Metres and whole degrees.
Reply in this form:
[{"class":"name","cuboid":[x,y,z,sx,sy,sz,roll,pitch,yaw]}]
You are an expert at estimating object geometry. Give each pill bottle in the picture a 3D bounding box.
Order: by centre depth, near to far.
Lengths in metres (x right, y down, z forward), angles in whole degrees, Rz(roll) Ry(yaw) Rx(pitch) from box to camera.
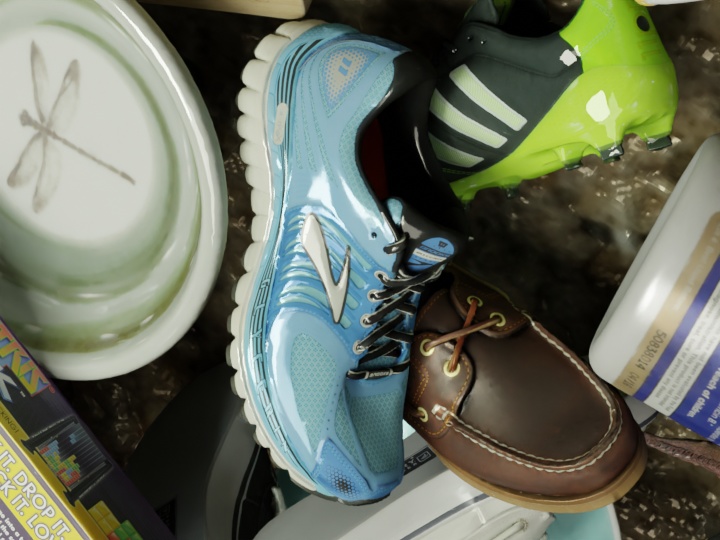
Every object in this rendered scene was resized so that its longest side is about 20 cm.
[{"class":"pill bottle","cuboid":[0.204,0.039,1.190,0.199,0.116,0.116,30,131,3]}]

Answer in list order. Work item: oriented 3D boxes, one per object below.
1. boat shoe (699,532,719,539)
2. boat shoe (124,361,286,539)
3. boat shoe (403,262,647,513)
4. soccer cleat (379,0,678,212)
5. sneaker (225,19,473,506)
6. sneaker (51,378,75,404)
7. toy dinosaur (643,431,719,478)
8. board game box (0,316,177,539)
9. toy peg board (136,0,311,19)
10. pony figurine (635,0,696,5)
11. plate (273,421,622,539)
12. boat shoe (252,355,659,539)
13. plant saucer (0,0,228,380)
[{"class":"boat shoe","cuboid":[0.160,0.141,1.189,0.074,0.063,0.201,59,150,11]},{"class":"boat shoe","cuboid":[-0.063,0.123,1.328,0.073,0.200,0.068,-33,118,17]},{"class":"boat shoe","cuboid":[0.037,0.037,1.246,0.200,0.070,0.070,28,155,41]},{"class":"soccer cleat","cuboid":[0.050,-0.070,1.223,0.199,0.067,0.082,-17,85,43]},{"class":"sneaker","cuboid":[0.000,0.000,1.186,0.090,0.078,0.201,5,104,37]},{"class":"sneaker","cuboid":[-0.170,0.011,1.372,0.114,0.076,0.200,28,134,1]},{"class":"toy dinosaur","cuboid":[0.207,0.132,1.244,0.200,0.136,0.086,37,131,-4]},{"class":"board game box","cuboid":[-0.201,0.096,1.270,0.165,0.057,0.200,-39,89,26]},{"class":"toy peg board","cuboid":[-0.115,-0.216,1.182,0.199,0.098,0.200,9,143,19]},{"class":"pony figurine","cuboid":[0.216,-0.091,1.080,0.200,0.166,0.194,-24,98,44]},{"class":"plate","cuboid":[0.031,0.147,1.330,0.199,0.201,0.026,-3,162,26]},{"class":"boat shoe","cuboid":[0.050,0.106,1.279,0.199,0.072,0.066,-30,112,-9]},{"class":"plant saucer","cuboid":[-0.131,-0.053,1.238,0.199,0.050,0.201,15,120,27]}]
